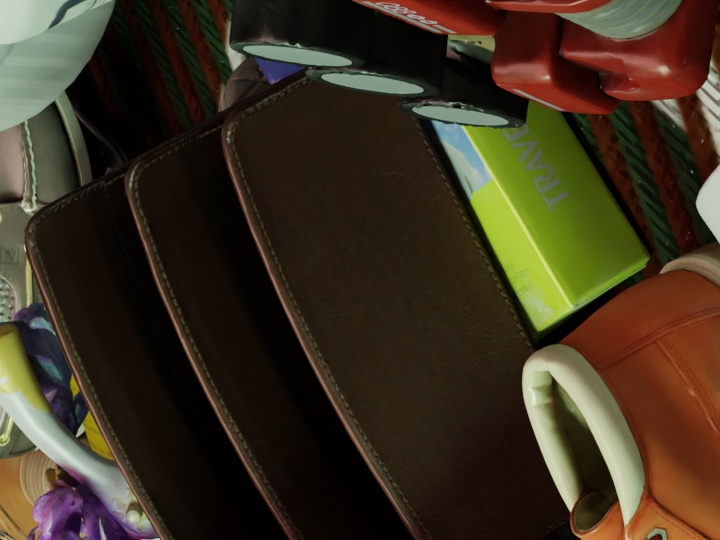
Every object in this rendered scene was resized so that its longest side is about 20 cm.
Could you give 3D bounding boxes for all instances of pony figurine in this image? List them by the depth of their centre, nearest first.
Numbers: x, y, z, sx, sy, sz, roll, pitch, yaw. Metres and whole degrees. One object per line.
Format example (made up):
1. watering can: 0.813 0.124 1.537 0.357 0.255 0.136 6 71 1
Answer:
1. pony figurine: -0.086 0.097 1.244 0.201 0.192 0.167 63 -164 -17

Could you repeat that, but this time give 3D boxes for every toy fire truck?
1. toy fire truck: 0.082 -0.116 0.919 0.199 0.176 0.129 6 85 30

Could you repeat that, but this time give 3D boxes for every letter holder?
1. letter holder: -0.023 0.036 1.120 0.201 0.142 0.100 63 153 -5

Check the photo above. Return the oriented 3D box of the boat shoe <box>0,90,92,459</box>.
1. boat shoe: -0.171 -0.006 1.394 0.072 0.059 0.201 17 116 41

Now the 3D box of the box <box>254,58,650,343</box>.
1. box: 0.025 -0.062 1.156 0.201 0.048 0.122 59 152 5

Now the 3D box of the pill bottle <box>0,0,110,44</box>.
1. pill bottle: -0.124 -0.158 1.157 0.111 0.199 0.111 40 145 36

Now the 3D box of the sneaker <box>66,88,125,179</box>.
1. sneaker: -0.176 -0.101 1.442 0.108 0.070 0.201 43 152 37

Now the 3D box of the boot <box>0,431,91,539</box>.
1. boot: -0.117 0.150 1.522 0.200 0.074 0.154 51 153 -22

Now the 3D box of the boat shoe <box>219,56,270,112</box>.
1. boat shoe: 0.000 0.000 1.243 0.201 0.074 0.073 67 165 6

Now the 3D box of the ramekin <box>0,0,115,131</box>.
1. ramekin: -0.203 -0.152 1.324 0.200 0.098 0.202 -1 88 31

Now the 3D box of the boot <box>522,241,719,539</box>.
1. boot: 0.126 0.101 1.046 0.075 0.107 0.201 -21 93 57

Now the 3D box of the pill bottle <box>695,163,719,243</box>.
1. pill bottle: 0.196 0.033 0.869 0.200 0.114 0.114 56 152 14

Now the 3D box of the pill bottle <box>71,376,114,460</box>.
1. pill bottle: -0.080 0.055 1.373 0.111 0.111 0.201 15 127 55
